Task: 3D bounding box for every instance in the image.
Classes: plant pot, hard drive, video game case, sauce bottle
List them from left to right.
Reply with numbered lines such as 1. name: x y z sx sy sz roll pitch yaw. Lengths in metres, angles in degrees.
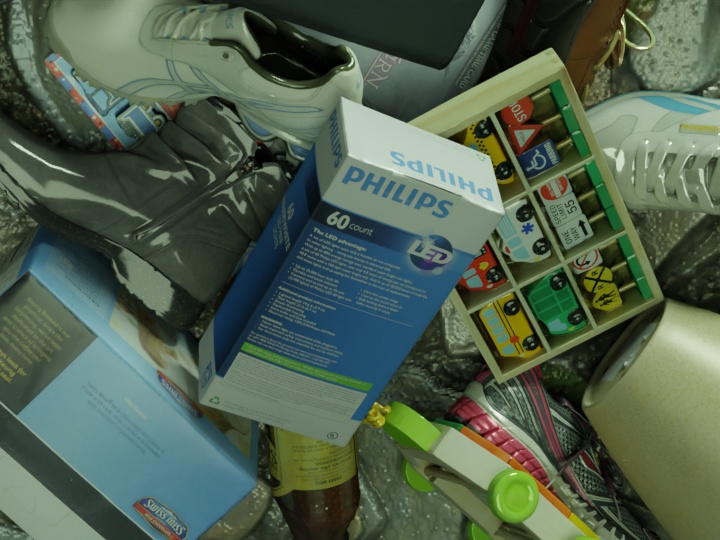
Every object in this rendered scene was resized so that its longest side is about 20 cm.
1. sauce bottle: -0.033 0.131 1.013 0.065 0.066 0.202 -5 108 -2
2. video game case: 0.002 -0.187 0.920 0.199 0.019 0.144 32 97 -12
3. hard drive: 0.010 -0.197 0.826 0.199 0.033 0.140 9 116 -46
4. plant pot: 0.252 0.115 0.981 0.199 0.187 0.188 37 104 -1

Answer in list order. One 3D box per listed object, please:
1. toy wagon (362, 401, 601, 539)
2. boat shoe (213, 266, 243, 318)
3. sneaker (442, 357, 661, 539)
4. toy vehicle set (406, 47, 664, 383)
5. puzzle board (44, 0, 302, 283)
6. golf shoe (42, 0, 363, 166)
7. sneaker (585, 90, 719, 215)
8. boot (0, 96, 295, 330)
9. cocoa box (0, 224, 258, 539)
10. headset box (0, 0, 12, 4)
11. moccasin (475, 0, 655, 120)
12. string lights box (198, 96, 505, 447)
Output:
1. toy wagon: 0.079 0.144 0.981 0.200 0.155 0.040 44 76 -15
2. boat shoe: 0.000 0.000 0.965 0.199 0.072 0.065 -30 129 -1
3. sneaker: 0.148 0.138 1.023 0.200 0.080 0.075 45 75 -23
4. toy vehicle set: 0.102 -0.028 0.923 0.123 0.027 0.201 -28 127 5
5. puzzle board: -0.083 -0.102 0.954 0.150 0.017 0.200 -36 108 9
6. golf shoe: -0.088 -0.137 0.869 0.198 0.097 0.079 18 64 -3
7. sneaker: 0.220 -0.071 0.949 0.198 0.081 0.077 -3 111 2
8. boot: -0.139 -0.070 0.928 0.200 0.070 0.132 39 96 -22
9. cocoa box: -0.176 0.086 0.953 0.131 0.134 0.200 -42 107 10
10. headset box: -0.201 -0.206 0.827 0.198 0.174 0.094 -14 110 3
11. moccasin: 0.132 -0.147 0.912 0.077 0.074 0.203 0 118 -43
12. string lights box: -0.010 0.007 0.872 0.102 0.059 0.201 19 125 -21
